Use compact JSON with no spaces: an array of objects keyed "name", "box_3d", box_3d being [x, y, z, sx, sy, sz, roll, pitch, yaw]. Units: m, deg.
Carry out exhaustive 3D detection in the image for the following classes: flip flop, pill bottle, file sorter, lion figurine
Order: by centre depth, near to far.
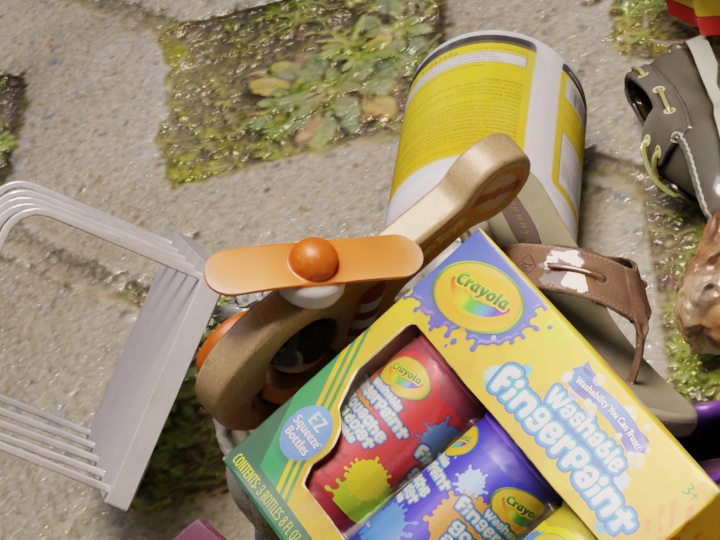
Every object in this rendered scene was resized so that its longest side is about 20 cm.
[{"name":"flip flop","box_3d":[0.108,0.005,1.351,0.058,0.081,0.200,-54,44,30]},{"name":"lion figurine","box_3d":[0.230,-0.052,1.460,0.122,0.201,0.072,-2,12,-9]},{"name":"file sorter","box_3d":[-0.166,0.033,1.523,0.200,0.124,0.139,-147,79,-79]},{"name":"pill bottle","box_3d":[0.073,-0.044,1.589,0.112,0.112,0.200,-12,36,18]}]

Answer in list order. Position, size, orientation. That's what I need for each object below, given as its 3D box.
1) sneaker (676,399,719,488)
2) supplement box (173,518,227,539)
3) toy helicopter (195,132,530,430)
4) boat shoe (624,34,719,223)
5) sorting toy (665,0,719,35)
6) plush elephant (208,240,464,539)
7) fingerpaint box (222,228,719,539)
[{"name":"sneaker","box_3d":[0.223,0.091,1.338,0.200,0.089,0.081,-10,36,20]},{"name":"supplement box","box_3d":[-0.060,0.230,1.319,0.131,0.103,0.200,-38,37,-15]},{"name":"toy helicopter","box_3d":[0.000,0.000,1.308,0.200,0.132,0.079,-41,63,-6]},{"name":"boat shoe","box_3d":[0.195,-0.072,1.588,0.060,0.072,0.202,-19,28,9]},{"name":"sorting toy","box_3d":[0.276,-0.197,1.642,0.200,0.070,0.199,-17,14,-5]},{"name":"plush elephant","box_3d":[-0.008,0.082,1.440,0.200,0.165,0.155,3,61,21]},{"name":"fingerpaint box","box_3d":[0.058,0.106,1.232,0.167,0.073,0.200,-41,49,2]}]
